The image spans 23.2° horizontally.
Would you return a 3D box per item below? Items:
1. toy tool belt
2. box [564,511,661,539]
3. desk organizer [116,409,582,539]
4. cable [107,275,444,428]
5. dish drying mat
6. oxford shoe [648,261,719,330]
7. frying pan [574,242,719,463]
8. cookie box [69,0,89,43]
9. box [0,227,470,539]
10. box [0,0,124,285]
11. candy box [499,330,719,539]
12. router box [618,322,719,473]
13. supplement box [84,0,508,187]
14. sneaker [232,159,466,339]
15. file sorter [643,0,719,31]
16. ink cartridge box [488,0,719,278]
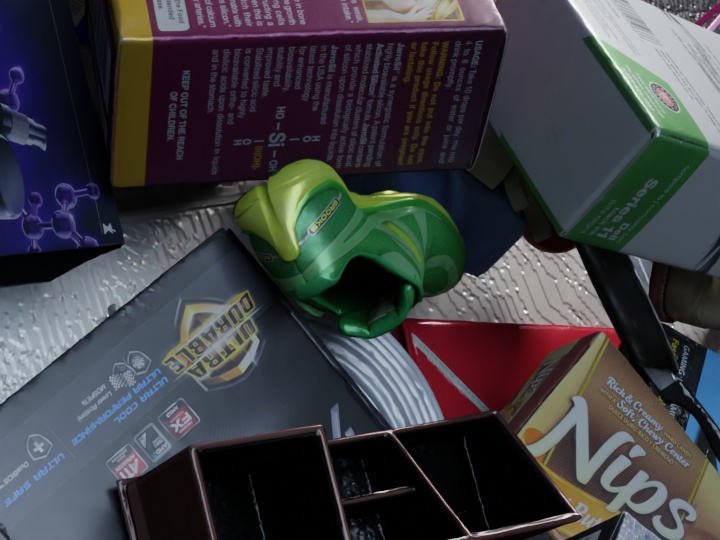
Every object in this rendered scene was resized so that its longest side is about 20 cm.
[{"bbox_3d":[0.055,-0.053,1.033,0.199,0.125,0.123,35,28,-13],"label":"toy tool belt"},{"bbox_3d":[0.098,0.227,0.877,0.114,0.200,0.133,38,53,-11],"label":"box"},{"bbox_3d":[-0.002,0.108,0.811,0.199,0.077,0.072,-6,74,-33],"label":"desk organizer"},{"bbox_3d":[-0.039,0.101,0.941,0.198,0.069,0.202,11,61,-26],"label":"cable"},{"bbox_3d":[0.111,0.069,1.080,0.198,0.018,0.077,4,65,-30],"label":"dish drying mat"},{"bbox_3d":[0.234,0.006,1.092,0.200,0.074,0.071,8,96,-62],"label":"oxford shoe"},{"bbox_3d":[0.168,0.044,1.015,0.031,0.115,0.191,-25,98,5],"label":"frying pan"},{"bbox_3d":[-0.096,-0.213,1.061,0.170,0.075,0.201,28,55,-16],"label":"cookie box"},{"bbox_3d":[-0.075,0.113,0.844,0.199,0.050,0.200,50,56,0],"label":"box"},{"bbox_3d":[-0.215,-0.094,0.893,0.141,0.079,0.202,-6,79,-49],"label":"box"},{"bbox_3d":[0.151,0.148,0.967,0.200,0.055,0.115,50,55,-6],"label":"candy box"},{"bbox_3d":[0.205,0.155,1.061,0.148,0.051,0.201,28,62,-18],"label":"router box"},{"bbox_3d":[-0.039,-0.127,0.918,0.198,0.104,0.132,-3,48,-13],"label":"supplement box"},{"bbox_3d":[0.000,0.000,0.931,0.200,0.074,0.084,12,52,-61],"label":"sneaker"},{"bbox_3d":[0.203,-0.136,1.171,0.200,0.125,0.139,46,52,-3],"label":"file sorter"},{"bbox_3d":[0.168,-0.078,0.986,0.199,0.083,0.147,13,38,-42],"label":"ink cartridge box"}]
